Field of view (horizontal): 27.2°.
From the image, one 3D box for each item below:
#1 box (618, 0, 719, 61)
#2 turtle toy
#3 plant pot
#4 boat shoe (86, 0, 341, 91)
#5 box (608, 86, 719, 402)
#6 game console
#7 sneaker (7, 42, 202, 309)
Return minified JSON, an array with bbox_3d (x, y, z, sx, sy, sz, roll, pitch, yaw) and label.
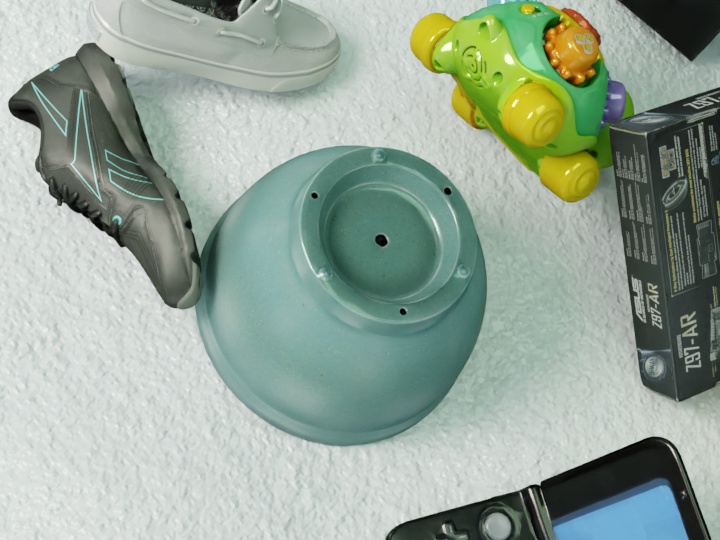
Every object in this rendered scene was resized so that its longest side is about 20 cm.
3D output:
[{"bbox_3d":[0.295,-0.298,1.179,0.124,0.149,0.200,40,64,3],"label":"box"},{"bbox_3d":[0.133,-0.127,1.060,0.101,0.200,0.146,-45,51,0],"label":"turtle toy"},{"bbox_3d":[0.000,0.000,0.976,0.199,0.134,0.202,6,68,-15],"label":"plant pot"},{"bbox_3d":[-0.090,-0.178,1.030,0.199,0.069,0.072,8,50,-32],"label":"boat shoe"},{"bbox_3d":[0.264,-0.027,1.063,0.159,0.043,0.202,-20,110,-23],"label":"box"},{"bbox_3d":[0.132,0.228,0.937,0.175,0.116,0.201,-11,72,-21],"label":"game console"},{"bbox_3d":[-0.167,-0.054,0.988,0.079,0.076,0.201,-23,69,-14],"label":"sneaker"}]
